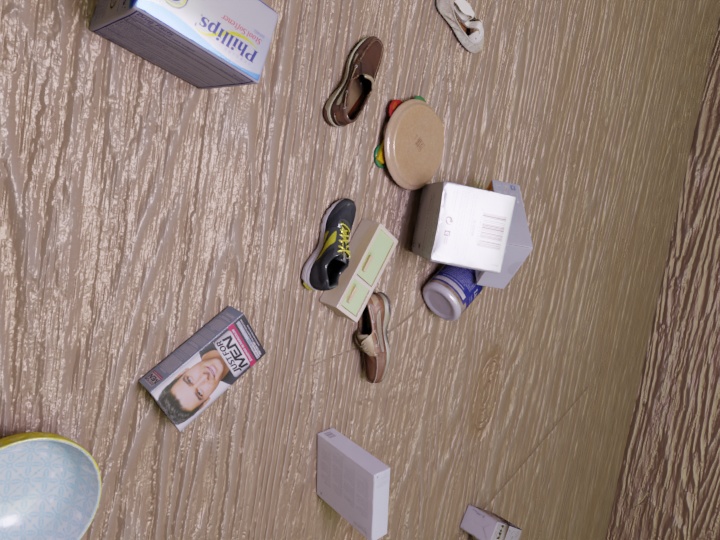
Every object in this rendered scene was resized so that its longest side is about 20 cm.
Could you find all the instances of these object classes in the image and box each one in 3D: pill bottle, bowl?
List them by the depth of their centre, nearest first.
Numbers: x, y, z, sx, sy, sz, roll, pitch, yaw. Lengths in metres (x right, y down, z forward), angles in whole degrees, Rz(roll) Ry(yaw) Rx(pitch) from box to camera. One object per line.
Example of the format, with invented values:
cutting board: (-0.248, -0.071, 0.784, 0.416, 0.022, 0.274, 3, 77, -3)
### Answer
bowl: (-0.481, 0.311, 0.743, 0.197, 0.106, 0.206, -12, 108, -40)
pill bottle: (0.257, 0.022, 1.352, 0.200, 0.114, 0.117, -43, 126, -26)

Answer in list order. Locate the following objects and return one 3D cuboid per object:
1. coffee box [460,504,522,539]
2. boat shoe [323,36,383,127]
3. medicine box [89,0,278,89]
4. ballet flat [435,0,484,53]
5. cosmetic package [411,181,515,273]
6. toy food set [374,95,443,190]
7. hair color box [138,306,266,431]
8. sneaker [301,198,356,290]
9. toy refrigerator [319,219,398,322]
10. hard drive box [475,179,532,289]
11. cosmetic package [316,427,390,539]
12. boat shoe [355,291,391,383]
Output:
coffee box: (0.423, 0.832, 1.707, 0.199, 0.113, 0.081, 38, 75, -41)
boat shoe: (0.005, -0.372, 1.048, 0.074, 0.074, 0.206, 32, 78, -42)
medicine box: (-0.245, -0.345, 0.736, 0.180, 0.198, 0.105, 19, 88, -43)
ballet flat: (0.247, -0.573, 1.232, 0.198, 0.062, 0.069, 22, 86, -44)
cosmetic package: (0.224, -0.099, 1.197, 0.162, 0.200, 0.172, 9, 95, -7)
toy food set: (0.117, -0.286, 1.193, 0.196, 0.048, 0.204, 31, 79, -42)
hair color box: (-0.272, 0.168, 0.934, 0.199, 0.060, 0.100, -42, 126, -27)
sneaker: (-0.045, -0.047, 1.076, 0.074, 0.084, 0.204, 26, 82, -43)
toy refrigerator: (0.000, 0.000, 1.139, 0.076, 0.069, 0.203, 39, 74, -41)
hard drive box: (0.331, -0.087, 1.275, 0.075, 0.204, 0.157, 8, 141, -10)
cosmetic package: (-0.020, 0.455, 1.143, 0.051, 0.198, 0.155, -6, 105, -39)
boat shoe: (0.021, 0.151, 1.201, 0.072, 0.075, 0.206, -1, 93, -37)
